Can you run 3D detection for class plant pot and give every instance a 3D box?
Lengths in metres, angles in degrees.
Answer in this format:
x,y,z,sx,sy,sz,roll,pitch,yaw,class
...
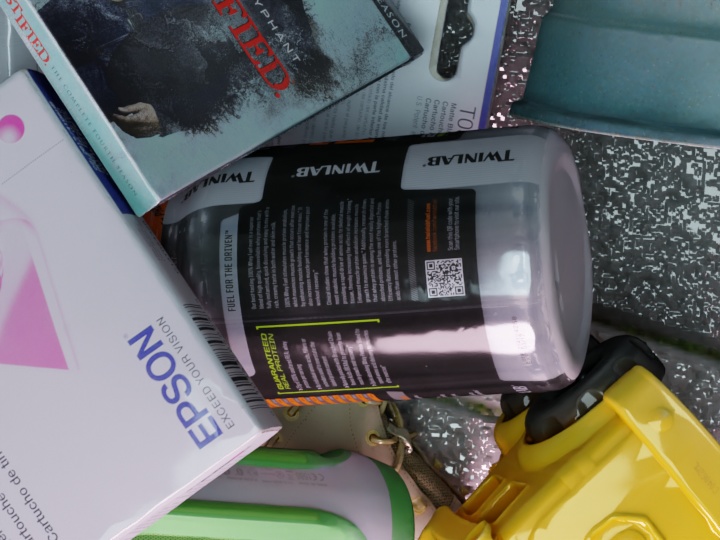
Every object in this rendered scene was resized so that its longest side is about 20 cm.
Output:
x,y,z,sx,sy,sz,roll,pitch,yaw,class
0.181,-0.157,1.319,0.200,0.200,0.196,8,97,5,plant pot

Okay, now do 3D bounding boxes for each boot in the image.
x,y,z,sx,sy,sz,roll,pitch,yaw,class
0.011,0.073,1.437,0.155,0.073,0.200,43,117,-4,boot

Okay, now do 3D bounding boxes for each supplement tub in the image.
x,y,z,sx,sy,sz,roll,pitch,yaw,class
0.000,0.000,1.307,0.200,0.123,0.123,-4,103,14,supplement tub

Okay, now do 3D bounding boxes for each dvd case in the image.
x,y,z,sx,sy,sz,roll,pitch,yaw,class
-0.072,-0.124,1.304,0.022,0.200,0.146,-34,88,44,dvd case

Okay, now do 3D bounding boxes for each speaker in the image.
x,y,z,sx,sy,sz,roll,pitch,yaw,class
-0.077,0.121,1.347,0.200,0.088,0.089,7,107,-28,speaker

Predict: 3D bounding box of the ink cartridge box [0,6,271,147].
x,y,z,sx,sy,sz,roll,pitch,yaw,class
-0.113,-0.038,1.353,0.050,0.161,0.200,10,106,47,ink cartridge box

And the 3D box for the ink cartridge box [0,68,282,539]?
x,y,z,sx,sy,sz,roll,pitch,yaw,class
-0.169,0.047,1.255,0.200,0.043,0.196,-36,81,8,ink cartridge box

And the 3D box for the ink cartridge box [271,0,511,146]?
x,y,z,sx,sy,sz,roll,pitch,yaw,class
-0.024,-0.137,1.417,0.200,0.041,0.200,11,104,4,ink cartridge box

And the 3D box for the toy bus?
x,y,z,sx,sy,sz,roll,pitch,yaw,class
0.091,0.139,1.363,0.192,0.200,0.136,-41,98,-6,toy bus
